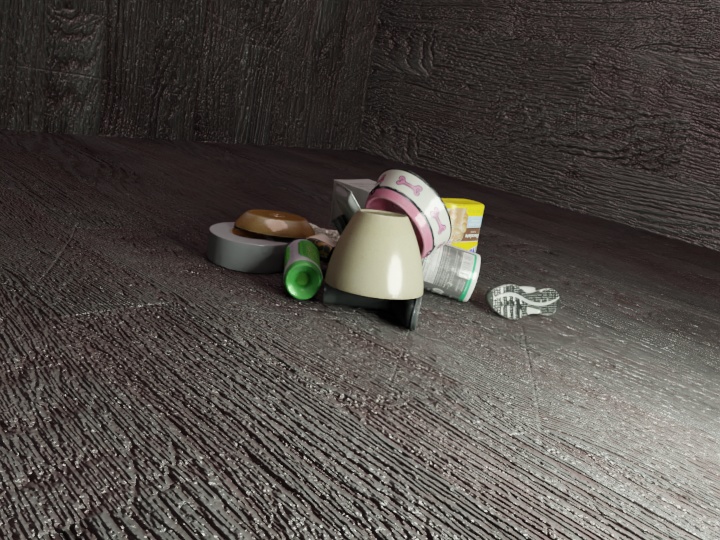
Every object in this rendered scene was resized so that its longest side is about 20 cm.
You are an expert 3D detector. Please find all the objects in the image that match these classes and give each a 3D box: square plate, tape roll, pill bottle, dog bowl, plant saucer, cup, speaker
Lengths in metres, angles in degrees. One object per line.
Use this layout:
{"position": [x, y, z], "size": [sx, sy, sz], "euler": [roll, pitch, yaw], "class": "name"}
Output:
{"position": [0.000, -0.093, 1.503], "size": [0.028, 0.203, 0.198], "euler": [-29, 16, -3], "class": "square plate"}
{"position": [-0.256, -0.055, 1.574], "size": [0.195, 0.068, 0.201], "euler": [10, 15, -3], "class": "tape roll"}
{"position": [0.165, -0.012, 1.541], "size": [0.195, 0.116, 0.113], "euler": [18, 15, 0], "class": "pill bottle"}
{"position": [0.091, -0.107, 1.408], "size": [0.198, 0.203, 0.074], "euler": [23, 55, 40], "class": "dog bowl"}
{"position": [-0.201, -0.115, 1.614], "size": [0.195, 0.036, 0.200], "euler": [9, 11, -2], "class": "plant saucer"}
{"position": [0.034, -0.040, 1.317], "size": [0.194, 0.147, 0.200], "euler": [6, 10, -1], "class": "cup"}
{"position": [-0.124, -0.006, 1.443], "size": [0.086, 0.091, 0.200], "euler": [7, 16, -8], "class": "speaker"}

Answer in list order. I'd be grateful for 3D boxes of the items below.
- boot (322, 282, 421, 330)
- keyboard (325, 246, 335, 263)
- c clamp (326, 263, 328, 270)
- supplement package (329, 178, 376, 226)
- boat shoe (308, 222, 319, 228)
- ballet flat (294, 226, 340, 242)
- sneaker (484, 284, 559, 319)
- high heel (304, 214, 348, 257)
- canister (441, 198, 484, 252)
{"position": [0.019, 0.057, 1.341], "size": [0.195, 0.067, 0.165], "euler": [13, 7, 1], "class": "boot"}
{"position": [0.014, 0.020, 1.464], "size": [0.196, 0.040, 0.104], "euler": [26, -23, -4], "class": "keyboard"}
{"position": [0.000, 0.000, 1.609], "size": [0.166, 0.028, 0.201], "euler": [1, 21, -6], "class": "c clamp"}
{"position": [0.026, -0.151, 1.698], "size": [0.117, 0.125, 0.198], "euler": [-5, 19, -36], "class": "supplement package"}
{"position": [-0.190, -0.095, 1.801], "size": [0.195, 0.073, 0.063], "euler": [13, 57, -15], "class": "boat shoe"}
{"position": [-0.107, -0.070, 1.687], "size": [0.196, 0.074, 0.071], "euler": [2, 9, 33], "class": "ballet flat"}
{"position": [0.353, 0.070, 1.527], "size": [0.196, 0.076, 0.079], "euler": [6, 0, -29], "class": "sneaker"}
{"position": [-0.070, -0.020, 1.564], "size": [0.199, 0.145, 0.071], "euler": [-34, -9, 41], "class": "high heel"}
{"position": [0.224, -0.068, 1.652], "size": [0.146, 0.206, 0.086], "euler": [-4, 19, -39], "class": "canister"}
